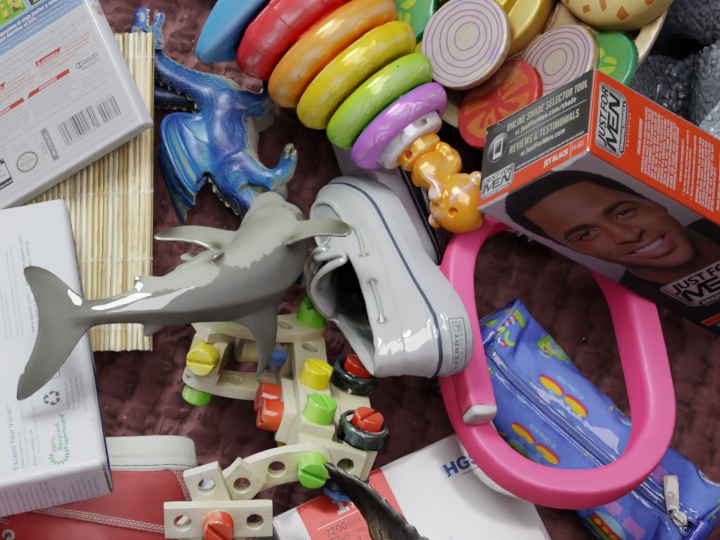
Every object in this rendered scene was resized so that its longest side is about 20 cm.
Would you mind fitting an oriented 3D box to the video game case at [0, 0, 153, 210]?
[{"bbox_3d":[-0.224,-0.144,1.737,0.143,0.018,0.201,-29,80,21],"label":"video game case"}]

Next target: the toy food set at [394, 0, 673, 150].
[{"bbox_3d":[0.102,-0.170,1.730,0.200,0.049,0.198,33,93,35],"label":"toy food set"}]

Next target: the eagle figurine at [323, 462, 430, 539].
[{"bbox_3d":[0.049,0.207,1.602,0.199,0.151,0.152,17,82,-17],"label":"eagle figurine"}]

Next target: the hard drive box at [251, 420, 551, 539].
[{"bbox_3d":[0.048,0.214,1.701,0.155,0.077,0.201,-25,80,-17],"label":"hard drive box"}]

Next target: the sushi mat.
[{"bbox_3d":[-0.170,-0.048,1.735,0.095,0.012,0.201,-4,80,20],"label":"sushi mat"}]

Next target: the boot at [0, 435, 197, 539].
[{"bbox_3d":[-0.191,0.172,1.672,0.199,0.072,0.145,1,76,-14],"label":"boot"}]

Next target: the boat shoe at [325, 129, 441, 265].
[{"bbox_3d":[0.017,-0.091,1.788,0.068,0.072,0.201,-19,73,-15],"label":"boat shoe"}]

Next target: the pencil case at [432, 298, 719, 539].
[{"bbox_3d":[0.137,0.105,1.744,0.200,0.087,0.078,42,81,3],"label":"pencil case"}]

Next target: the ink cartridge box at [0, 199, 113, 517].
[{"bbox_3d":[-0.253,0.061,1.649,0.199,0.043,0.197,-11,53,-2],"label":"ink cartridge box"}]

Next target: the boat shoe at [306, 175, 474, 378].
[{"bbox_3d":[0.000,0.000,1.689,0.066,0.200,0.074,-9,116,-20],"label":"boat shoe"}]

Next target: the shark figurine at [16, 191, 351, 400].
[{"bbox_3d":[-0.085,0.023,1.618,0.214,0.128,0.090,-25,114,-40],"label":"shark figurine"}]

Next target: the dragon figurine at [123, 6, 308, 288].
[{"bbox_3d":[-0.094,-0.068,1.761,0.099,0.059,0.201,-10,73,-12],"label":"dragon figurine"}]

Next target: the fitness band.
[{"bbox_3d":[0.115,0.045,1.700,0.143,0.037,0.201,2,62,-22],"label":"fitness band"}]

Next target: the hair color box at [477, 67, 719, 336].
[{"bbox_3d":[0.176,-0.037,1.682,0.199,0.101,0.061,27,56,-29],"label":"hair color box"}]

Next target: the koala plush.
[{"bbox_3d":[0.167,-0.109,1.790,0.199,0.184,0.178,-17,75,7],"label":"koala plush"}]

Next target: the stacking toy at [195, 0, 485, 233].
[{"bbox_3d":[0.010,-0.103,1.698,0.116,0.110,0.200,-44,79,23],"label":"stacking toy"}]

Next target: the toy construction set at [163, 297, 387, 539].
[{"bbox_3d":[-0.057,0.082,1.671,0.131,0.092,0.201,15,41,-12],"label":"toy construction set"}]
